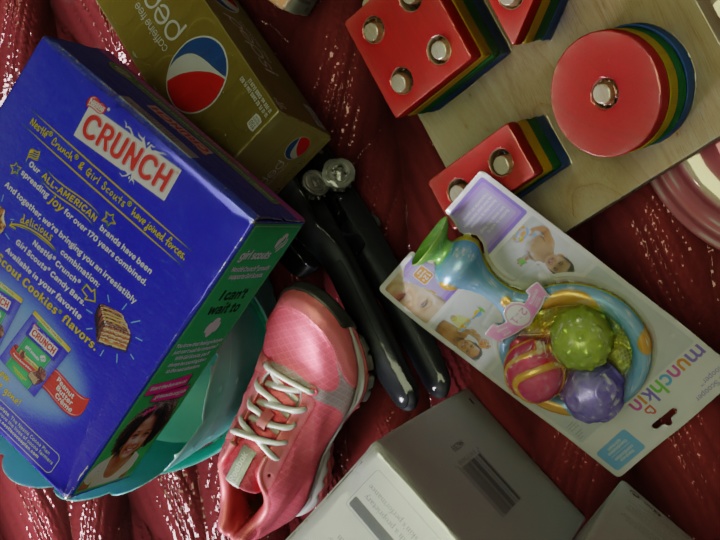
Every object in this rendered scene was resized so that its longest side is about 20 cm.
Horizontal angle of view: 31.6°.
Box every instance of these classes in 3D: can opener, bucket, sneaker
[{"bbox_3d":[0.000,0.000,0.837,0.201,0.063,0.079,55,152,18],"label":"can opener"},{"bbox_3d":[-0.158,0.045,0.860,0.204,0.135,0.211,2,95,20],"label":"bucket"},{"bbox_3d":[-0.049,0.102,0.815,0.073,0.087,0.202,29,129,22],"label":"sneaker"}]

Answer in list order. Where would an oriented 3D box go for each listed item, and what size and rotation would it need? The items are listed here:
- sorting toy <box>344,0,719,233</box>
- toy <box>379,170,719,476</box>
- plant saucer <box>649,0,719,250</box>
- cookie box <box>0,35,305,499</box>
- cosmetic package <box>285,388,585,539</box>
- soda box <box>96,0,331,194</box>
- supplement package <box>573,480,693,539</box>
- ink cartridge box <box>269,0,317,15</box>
[{"bbox_3d":[0.099,-0.129,0.755,0.198,0.069,0.202,-34,80,38],"label":"sorting toy"},{"bbox_3d":[0.113,0.045,0.766,0.199,0.047,0.115,39,126,-3],"label":"toy"},{"bbox_3d":[0.256,-0.101,0.746,0.197,0.051,0.204,2,96,20],"label":"plant saucer"},{"bbox_3d":[-0.158,-0.002,0.745,0.171,0.075,0.201,40,105,13],"label":"cookie box"},{"bbox_3d":[0.015,0.197,0.775,0.123,0.199,0.200,47,107,11],"label":"cosmetic package"},{"bbox_3d":[-0.104,-0.142,0.834,0.068,0.064,0.201,-43,61,18],"label":"soda box"},{"bbox_3d":[0.151,0.247,0.730,0.151,0.200,0.151,40,105,12],"label":"supplement package"},{"bbox_3d":[-0.072,-0.295,0.849,0.199,0.050,0.163,38,105,10],"label":"ink cartridge box"}]
